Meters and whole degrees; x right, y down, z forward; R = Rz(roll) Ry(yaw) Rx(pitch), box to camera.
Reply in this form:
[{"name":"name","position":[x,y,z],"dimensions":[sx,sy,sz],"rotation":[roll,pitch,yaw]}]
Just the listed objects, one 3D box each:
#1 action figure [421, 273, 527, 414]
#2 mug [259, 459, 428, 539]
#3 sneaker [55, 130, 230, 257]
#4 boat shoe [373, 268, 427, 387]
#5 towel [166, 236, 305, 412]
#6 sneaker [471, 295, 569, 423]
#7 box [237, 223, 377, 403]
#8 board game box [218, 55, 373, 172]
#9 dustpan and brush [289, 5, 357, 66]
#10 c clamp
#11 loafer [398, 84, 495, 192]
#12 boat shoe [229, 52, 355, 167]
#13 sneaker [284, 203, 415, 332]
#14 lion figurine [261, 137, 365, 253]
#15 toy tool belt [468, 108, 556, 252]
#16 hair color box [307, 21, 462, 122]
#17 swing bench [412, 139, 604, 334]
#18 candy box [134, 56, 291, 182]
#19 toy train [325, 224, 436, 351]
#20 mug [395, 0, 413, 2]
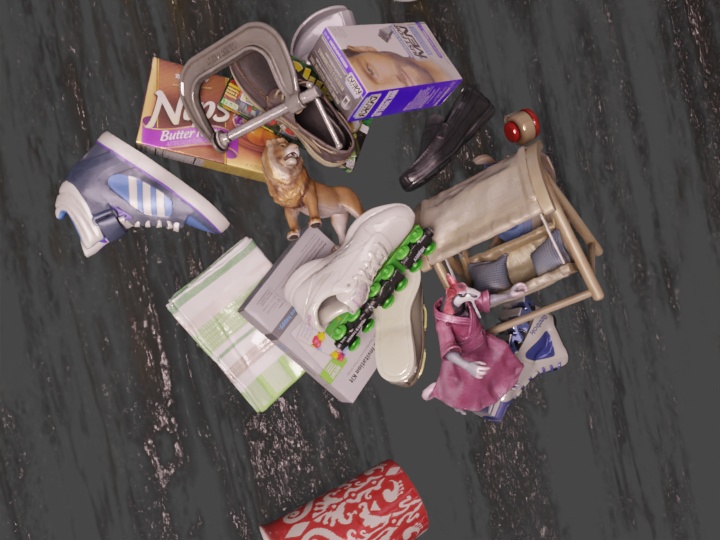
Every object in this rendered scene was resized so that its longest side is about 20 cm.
[{"name":"action figure","position":[0.140,0.084,0.886],"dimensions":[0.134,0.148,0.201],"rotation":[-42,121,-31]},{"name":"mug","position":[-0.019,0.364,0.916],"dimensions":[0.199,0.178,0.134],"rotation":[-26,59,-20]},{"name":"sneaker","position":[-0.288,-0.066,0.864],"dimensions":[0.199,0.081,0.147],"rotation":[36,87,-16]},{"name":"boat shoe","position":[0.056,0.059,0.922],"dimensions":[0.071,0.060,0.204],"rotation":[-7,65,22]},{"name":"towel","position":[-0.147,0.074,0.919],"dimensions":[0.149,0.031,0.201],"rotation":[-40,99,-14]},{"name":"sneaker","position":[0.253,0.141,1.011],"dimensions":[0.114,0.080,0.201],"rotation":[23,80,-12]},{"name":"box","position":[-0.046,0.060,0.928],"dimensions":[0.200,0.041,0.156],"rotation":[44,67,-15]},{"name":"board game box","position":[-0.080,-0.223,0.902],"dimensions":[0.198,0.023,0.106],"rotation":[24,78,-21]},{"name":"dustpan and brush","position":[-0.073,-0.290,0.940],"dimensions":[0.198,0.057,0.141],"rotation":[-22,94,-16]},{"name":"c clamp","position":[-0.135,-0.204,0.817],"dimensions":[0.027,0.198,0.172],"rotation":[-40,115,-57]},{"name":"loafer","position":[0.118,-0.197,0.994],"dimensions":[0.070,0.068,0.201],"rotation":[44,72,-2]},{"name":"boat shoe","position":[-0.078,-0.217,0.851],"dimensions":[0.200,0.073,0.075],"rotation":[39,76,-17]},{"name":"sneaker","position":[0.000,0.000,0.852],"dimensions":[0.200,0.100,0.075],"rotation":[-41,139,3]},{"name":"lion figurine","position":[-0.052,-0.095,0.903],"dimensions":[0.199,0.072,0.124],"rotation":[24,46,-50]},{"name":"toy tool belt","position":[0.220,-0.121,0.986],"dimensions":[0.122,0.125,0.202],"rotation":[-24,112,-12]},{"name":"hair color box","position":[0.037,-0.277,0.920],"dimensions":[0.199,0.065,0.110],"rotation":[-22,75,-40]},{"name":"swing bench","position":[0.197,-0.035,0.916],"dimensions":[0.201,0.198,0.130],"rotation":[53,32,-16]},{"name":"candy box","position":[-0.192,-0.198,0.903],"dimensions":[0.198,0.056,0.118],"rotation":[13,84,-19]},{"name":"toy train","position":[0.026,0.021,0.889],"dimensions":[0.042,0.056,0.201],"rotation":[40,86,-28]},{"name":"mug","position":[0.065,-0.493,0.960],"dimensions":[0.174,0.148,0.202],"rotation":[-15,122,-11]}]
